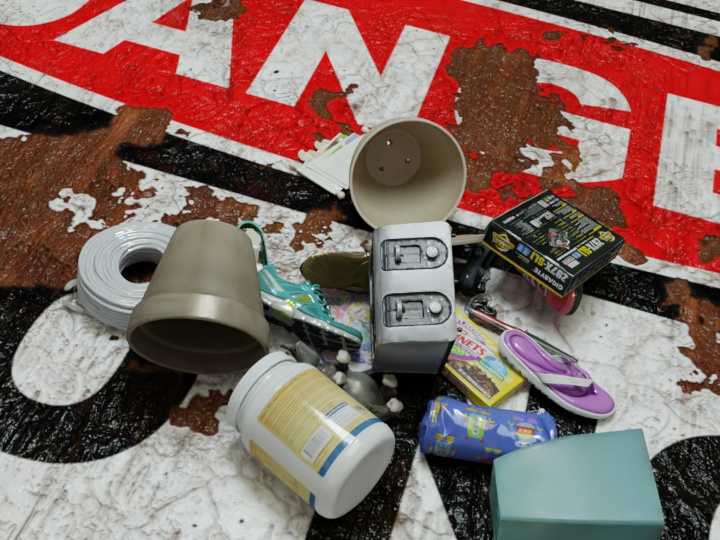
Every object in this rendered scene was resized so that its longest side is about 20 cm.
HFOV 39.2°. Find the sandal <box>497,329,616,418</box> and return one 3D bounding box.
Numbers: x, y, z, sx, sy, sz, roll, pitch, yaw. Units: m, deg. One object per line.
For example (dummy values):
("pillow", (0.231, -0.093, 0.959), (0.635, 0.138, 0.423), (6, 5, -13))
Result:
("sandal", (0.295, 0.151, 1.505), (0.201, 0.050, 0.083), (32, 43, 7))

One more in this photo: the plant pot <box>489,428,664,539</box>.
("plant pot", (0.272, 0.307, 1.322), (0.197, 0.142, 0.142), (-2, 46, 0))

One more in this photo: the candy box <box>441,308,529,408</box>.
("candy box", (0.157, 0.125, 1.547), (0.102, 0.027, 0.200), (-29, 57, -34))

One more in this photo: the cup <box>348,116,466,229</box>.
("cup", (0.068, -0.175, 1.724), (0.198, 0.203, 0.143), (-1, 21, -9))

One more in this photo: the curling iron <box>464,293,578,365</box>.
("curling iron", (0.253, 0.094, 1.588), (0.199, 0.026, 0.050), (30, 53, 19))

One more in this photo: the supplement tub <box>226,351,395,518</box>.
("supplement tub", (-0.068, 0.215, 1.348), (0.199, 0.146, 0.144), (36, 52, 24))

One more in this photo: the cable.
("cable", (-0.337, 0.005, 1.559), (0.198, 0.070, 0.201), (23, 48, 14))

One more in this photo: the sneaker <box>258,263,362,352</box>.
("sneaker", (-0.079, 0.055, 1.504), (0.199, 0.078, 0.080), (29, 65, 12))

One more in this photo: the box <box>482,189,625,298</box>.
("box", (0.310, -0.048, 1.614), (0.159, 0.050, 0.199), (37, 37, 21))

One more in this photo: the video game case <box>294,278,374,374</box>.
("video game case", (-0.027, 0.082, 1.567), (0.142, 0.018, 0.201), (-16, 52, -22))

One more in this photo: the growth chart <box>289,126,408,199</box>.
("growth chart", (-0.019, -0.202, 1.833), (0.199, 0.018, 0.144), (-32, 58, -32))

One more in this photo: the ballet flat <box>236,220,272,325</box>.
("ballet flat", (-0.172, -0.001, 1.588), (0.067, 0.071, 0.201), (-3, 48, -14))

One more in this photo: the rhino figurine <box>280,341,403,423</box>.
("rhino figurine", (-0.030, 0.157, 1.438), (0.198, 0.088, 0.060), (28, 59, 8))

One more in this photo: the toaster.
("toaster", (0.075, 0.045, 1.466), (0.117, 0.200, 0.183), (0, 69, -2))

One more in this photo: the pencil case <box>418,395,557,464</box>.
("pencil case", (0.182, 0.227, 1.417), (0.197, 0.078, 0.088), (8, 75, -1))

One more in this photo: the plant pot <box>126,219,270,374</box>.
("plant pot", (-0.219, 0.031, 1.435), (0.197, 0.201, 0.175), (6, 63, -2))

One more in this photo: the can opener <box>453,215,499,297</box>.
("can opener", (0.199, -0.028, 1.670), (0.078, 0.064, 0.200), (24, 49, 15))

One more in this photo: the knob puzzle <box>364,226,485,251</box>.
("knob puzzle", (0.106, -0.053, 1.609), (0.217, 0.031, 0.220), (-4, 3, 0))

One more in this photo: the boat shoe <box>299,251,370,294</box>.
("boat shoe", (0.000, 0.000, 1.587), (0.198, 0.074, 0.065), (9, 5, -20))

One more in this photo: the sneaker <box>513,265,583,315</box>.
("sneaker", (0.288, 0.002, 1.642), (0.086, 0.074, 0.201), (4, 37, -24))
